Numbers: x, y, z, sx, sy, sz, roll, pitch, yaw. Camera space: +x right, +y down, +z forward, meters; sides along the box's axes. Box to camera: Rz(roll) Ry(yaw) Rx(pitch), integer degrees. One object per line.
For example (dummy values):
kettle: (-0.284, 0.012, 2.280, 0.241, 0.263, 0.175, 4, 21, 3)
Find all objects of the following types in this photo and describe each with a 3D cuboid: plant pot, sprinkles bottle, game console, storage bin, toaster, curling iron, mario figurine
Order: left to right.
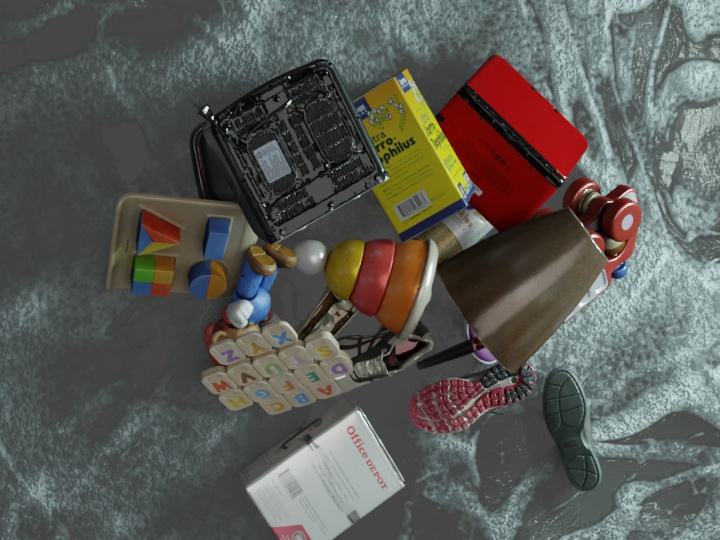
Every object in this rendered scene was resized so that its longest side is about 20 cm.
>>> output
mario figurine: (-0.141, 0.066, 1.485, 0.122, 0.106, 0.202, 9, 122, -29)
storage bin: (-0.122, -0.145, 1.475, 0.197, 0.134, 0.148, -11, 99, -15)
toaster: (-0.091, -0.156, 1.351, 0.180, 0.119, 0.202, -31, 102, -13)
sprinkles bottle: (0.169, -0.081, 1.605, 0.200, 0.068, 0.068, -40, 105, -9)
curling iron: (0.179, 0.118, 1.619, 0.197, 0.026, 0.050, -14, 61, 7)
game console: (0.206, -0.184, 1.576, 0.200, 0.119, 0.173, 43, 109, -1)
plant pot: (0.240, 0.009, 1.511, 0.199, 0.187, 0.187, -37, 106, 11)

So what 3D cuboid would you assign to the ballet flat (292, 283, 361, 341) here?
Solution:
ballet flat: (-0.036, 0.063, 1.561, 0.067, 0.062, 0.201, 39, 84, -16)

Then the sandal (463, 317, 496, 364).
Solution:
sandal: (0.209, 0.043, 1.640, 0.081, 0.050, 0.206, 11, 93, -17)

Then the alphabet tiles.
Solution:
alphabet tiles: (-0.115, 0.141, 1.494, 0.198, 0.015, 0.196, -19, 140, 13)

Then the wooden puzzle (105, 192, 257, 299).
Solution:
wooden puzzle: (-0.235, -0.022, 1.444, 0.197, 0.047, 0.186, 1, 139, -19)

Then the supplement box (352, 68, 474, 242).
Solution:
supplement box: (0.061, -0.161, 1.494, 0.109, 0.109, 0.201, -29, 99, 18)

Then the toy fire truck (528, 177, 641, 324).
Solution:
toy fire truck: (0.352, -0.032, 1.654, 0.199, 0.112, 0.169, -37, 131, -17)

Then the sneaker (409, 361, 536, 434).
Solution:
sneaker: (0.170, 0.196, 1.636, 0.197, 0.075, 0.082, -16, 81, -2)

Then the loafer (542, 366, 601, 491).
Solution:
loafer: (0.333, 0.245, 1.704, 0.071, 0.063, 0.203, -13, 97, 17)

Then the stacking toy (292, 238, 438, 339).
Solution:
stacking toy: (0.000, 0.000, 1.507, 0.198, 0.146, 0.148, 19, 90, -5)

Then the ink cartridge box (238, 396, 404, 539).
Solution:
ink cartridge box: (-0.057, 0.302, 1.569, 0.199, 0.085, 0.147, -33, 104, -9)

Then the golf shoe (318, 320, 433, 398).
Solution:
golf shoe: (0.014, 0.127, 1.571, 0.198, 0.088, 0.078, -27, 105, -11)
